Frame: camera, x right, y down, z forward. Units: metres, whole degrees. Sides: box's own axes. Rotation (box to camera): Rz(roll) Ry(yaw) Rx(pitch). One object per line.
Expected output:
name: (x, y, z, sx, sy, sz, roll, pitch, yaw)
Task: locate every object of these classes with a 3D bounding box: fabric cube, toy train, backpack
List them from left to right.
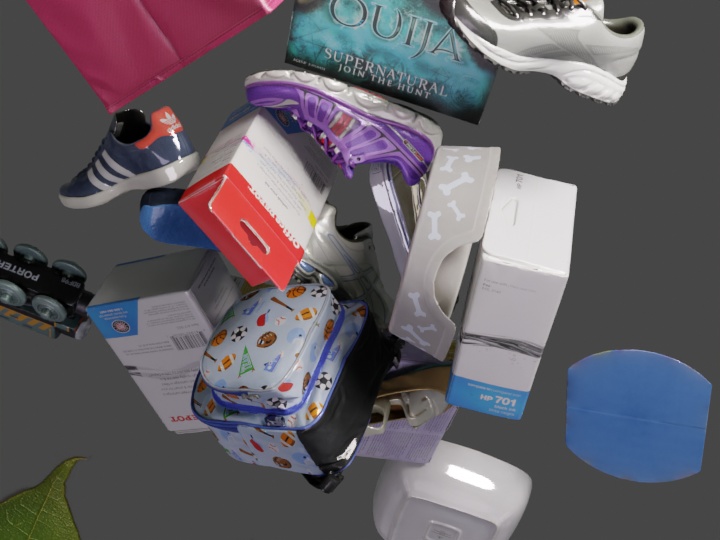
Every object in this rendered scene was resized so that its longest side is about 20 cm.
toy train: (-0.427, 0.024, 1.237, 0.198, 0.086, 0.114, 20, 145, -2)
fabric cube: (-0.155, -0.284, 0.783, 0.199, 0.197, 0.200, -21, 115, 35)
backpack: (-0.081, 0.111, 1.000, 0.189, 0.201, 0.155, -11, 124, 38)

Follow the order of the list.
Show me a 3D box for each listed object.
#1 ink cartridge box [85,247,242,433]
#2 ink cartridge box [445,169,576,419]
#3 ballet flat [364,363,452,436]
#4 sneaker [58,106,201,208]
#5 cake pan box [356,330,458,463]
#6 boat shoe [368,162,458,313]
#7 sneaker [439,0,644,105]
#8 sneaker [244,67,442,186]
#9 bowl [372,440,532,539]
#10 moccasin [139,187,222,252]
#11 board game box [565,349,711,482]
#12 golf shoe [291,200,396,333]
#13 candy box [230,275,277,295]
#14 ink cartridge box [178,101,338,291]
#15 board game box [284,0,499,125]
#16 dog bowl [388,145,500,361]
ink cartridge box: (-0.195, 0.084, 1.130, 0.145, 0.086, 0.201, -9, 126, 25)
ink cartridge box: (0.150, 0.025, 0.990, 0.085, 0.147, 0.202, 14, 132, 5)
ballet flat: (0.038, 0.155, 1.106, 0.197, 0.063, 0.069, -11, 135, 3)
sneaker: (-0.260, -0.126, 1.064, 0.198, 0.075, 0.085, -13, 106, 31)
cake pan box: (0.023, 0.155, 1.183, 0.182, 0.053, 0.201, 9, 133, -12)
boat shoe: (0.069, -0.032, 1.030, 0.061, 0.072, 0.201, -10, 124, 24)
sneaker: (0.154, -0.206, 0.832, 0.198, 0.074, 0.080, 10, 123, -27)
sneaker: (-0.022, -0.137, 0.942, 0.198, 0.081, 0.084, 21, 96, 0)
bowl: (0.116, 0.326, 1.322, 0.198, 0.075, 0.201, 18, 133, 0)
moccasin: (-0.140, -0.060, 1.067, 0.198, 0.068, 0.081, 16, 118, -28)
board game box: (0.319, 0.159, 1.139, 0.156, 0.039, 0.202, 7, 126, 19)
golf shoe: (0.000, 0.000, 1.078, 0.078, 0.098, 0.199, 31, 176, 46)
candy box: (-0.138, 0.071, 1.196, 0.197, 0.057, 0.118, 13, 133, 8)
ink cartridge box: (-0.101, -0.072, 0.961, 0.067, 0.201, 0.116, -23, 120, 32)
board game box: (0.035, -0.224, 0.903, 0.198, 0.028, 0.136, 17, 133, 2)
dog bowl: (0.075, -0.022, 0.905, 0.058, 0.201, 0.202, 15, 133, 2)
